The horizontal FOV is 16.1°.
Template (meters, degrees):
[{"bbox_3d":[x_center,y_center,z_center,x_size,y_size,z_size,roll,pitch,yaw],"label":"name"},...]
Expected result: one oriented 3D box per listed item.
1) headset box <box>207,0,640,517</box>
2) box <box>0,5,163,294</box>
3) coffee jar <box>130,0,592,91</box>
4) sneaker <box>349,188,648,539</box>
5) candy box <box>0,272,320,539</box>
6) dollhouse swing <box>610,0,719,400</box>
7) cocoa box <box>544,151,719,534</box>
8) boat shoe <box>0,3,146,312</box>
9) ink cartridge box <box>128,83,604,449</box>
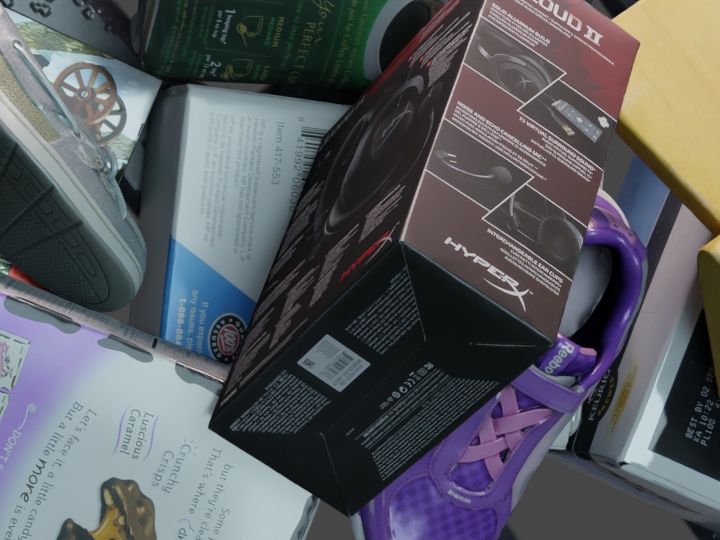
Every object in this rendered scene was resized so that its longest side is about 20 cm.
[{"bbox_3d":[0.029,-0.023,1.033,0.077,0.149,0.200,34,44,-13],"label":"headset box"},{"bbox_3d":[-0.206,-0.064,1.140,0.199,0.038,0.137,24,83,-15],"label":"box"},{"bbox_3d":[0.004,-0.127,1.126,0.199,0.086,0.105,8,131,-13],"label":"coffee jar"},{"bbox_3d":[0.064,0.050,1.109,0.080,0.088,0.201,30,86,-16],"label":"sneaker"},{"bbox_3d":[-0.127,0.103,1.078,0.199,0.072,0.168,22,92,-5],"label":"candy box"},{"bbox_3d":[0.217,-0.035,1.132,0.200,0.176,0.182,-35,141,-15],"label":"dollhouse swing"},{"bbox_3d":[0.186,0.020,1.209,0.133,0.131,0.201,24,83,-16],"label":"cocoa box"},{"bbox_3d":[-0.154,-0.073,1.100,0.202,0.074,0.065,50,54,-3],"label":"boat shoe"},{"bbox_3d":[0.000,0.000,1.177,0.199,0.086,0.147,6,89,-18],"label":"ink cartridge box"}]
